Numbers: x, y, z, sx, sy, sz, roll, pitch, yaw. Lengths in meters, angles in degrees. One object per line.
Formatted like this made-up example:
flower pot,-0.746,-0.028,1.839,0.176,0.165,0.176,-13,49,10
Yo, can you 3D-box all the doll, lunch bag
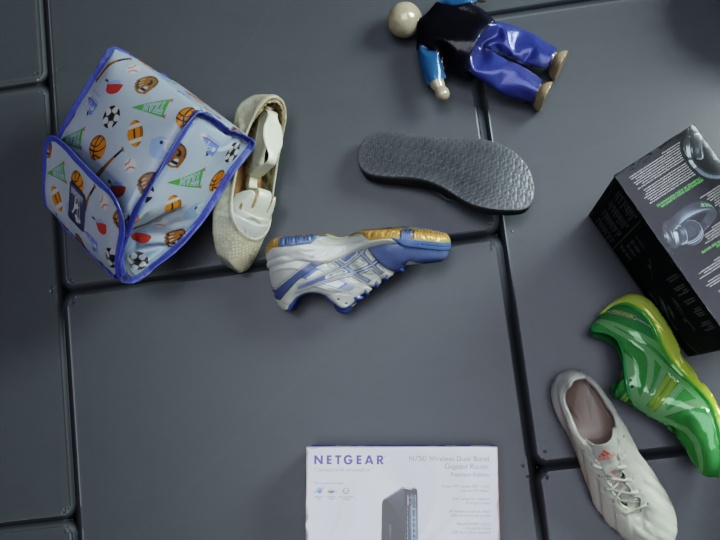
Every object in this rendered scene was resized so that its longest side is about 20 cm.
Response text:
doll,0.119,-0.244,1.026,0.199,0.048,0.137,27,84,9
lunch bag,-0.243,-0.108,0.991,0.170,0.124,0.200,39,99,32

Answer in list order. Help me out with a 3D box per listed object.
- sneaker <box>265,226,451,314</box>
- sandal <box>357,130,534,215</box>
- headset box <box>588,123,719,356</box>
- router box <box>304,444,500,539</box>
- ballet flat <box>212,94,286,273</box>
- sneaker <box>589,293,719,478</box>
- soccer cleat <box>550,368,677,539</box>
sneaker,0.000,0.000,0.999,0.199,0.075,0.089,-5,92,12
sandal,0.096,-0.109,1.017,0.199,0.043,0.076,18,77,18
headset box,0.325,-0.015,0.906,0.093,0.174,0.200,-32,79,1
router box,0.043,0.270,0.957,0.199,0.049,0.180,-2,81,6
ballet flat,-0.118,-0.099,1.014,0.062,0.067,0.201,-5,77,50
sneaker,0.300,0.123,0.943,0.083,0.074,0.200,-28,70,-1
soccer cleat,0.250,0.191,0.932,0.069,0.078,0.200,-29,80,1
